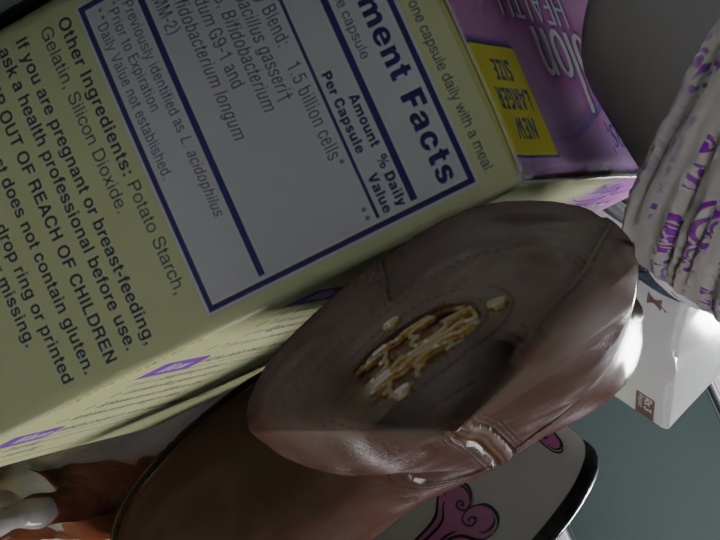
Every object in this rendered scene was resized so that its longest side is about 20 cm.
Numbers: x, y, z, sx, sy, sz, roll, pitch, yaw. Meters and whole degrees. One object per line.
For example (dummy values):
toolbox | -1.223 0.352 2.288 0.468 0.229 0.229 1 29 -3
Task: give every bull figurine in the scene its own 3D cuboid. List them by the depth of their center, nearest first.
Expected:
bull figurine | -0.106 0.068 0.811 0.121 0.065 0.200 -15 168 -27

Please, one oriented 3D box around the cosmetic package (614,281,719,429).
cosmetic package | 0.178 -0.034 1.030 0.200 0.081 0.113 -41 152 -25

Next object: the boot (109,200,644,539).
boot | -0.009 0.043 0.568 0.186 0.064 0.200 -32 174 6

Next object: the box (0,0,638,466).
box | -0.034 -0.027 0.613 0.200 0.097 0.176 -26 174 20

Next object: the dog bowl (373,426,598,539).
dog bowl | -0.016 0.098 0.774 0.200 0.074 0.200 -37 -175 4

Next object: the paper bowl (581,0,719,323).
paper bowl | 0.132 -0.080 0.549 0.201 0.104 0.201 -50 166 -17

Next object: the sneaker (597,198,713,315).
sneaker | 0.061 -0.060 0.802 0.077 0.146 0.202 -55 139 -15
